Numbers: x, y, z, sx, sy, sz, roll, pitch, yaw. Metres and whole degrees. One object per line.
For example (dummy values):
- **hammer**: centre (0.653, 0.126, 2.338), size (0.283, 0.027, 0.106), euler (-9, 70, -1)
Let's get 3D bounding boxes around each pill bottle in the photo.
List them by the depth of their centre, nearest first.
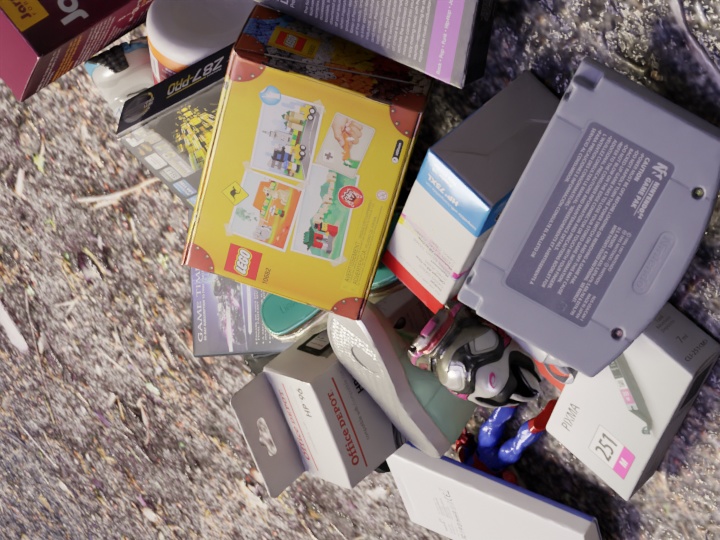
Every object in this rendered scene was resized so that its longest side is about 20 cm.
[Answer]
- **pill bottle**: centre (-0.116, -0.143, 1.802), size (0.113, 0.113, 0.201), euler (33, 147, 29)

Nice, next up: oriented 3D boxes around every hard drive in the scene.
- **hard drive**: centre (0.123, 0.221, 1.889), size (0.199, 0.025, 0.132), euler (21, 153, 27)

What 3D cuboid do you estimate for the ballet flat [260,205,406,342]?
- **ballet flat**: centre (0.000, 0.000, 1.758), size (0.199, 0.062, 0.068), euler (-27, 74, 35)

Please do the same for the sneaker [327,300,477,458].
- **sneaker**: centre (0.050, 0.055, 1.766), size (0.074, 0.118, 0.201), euler (27, 161, 40)

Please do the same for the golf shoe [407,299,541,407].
- **golf shoe**: centre (0.101, 0.078, 1.672), size (0.092, 0.073, 0.200), euler (40, -171, 14)

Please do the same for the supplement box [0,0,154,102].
- **supplement box**: centre (-0.232, -0.244, 1.764), size (0.111, 0.200, 0.086), euler (50, 150, 3)

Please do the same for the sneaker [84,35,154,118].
- **sneaker**: centre (-0.183, -0.145, 1.863), size (0.200, 0.074, 0.087), euler (47, -156, -79)

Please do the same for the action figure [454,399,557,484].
- **action figure**: centre (0.117, 0.157, 1.872), size (0.065, 0.052, 0.200), euler (40, 151, 10)

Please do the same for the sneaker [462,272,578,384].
- **sneaker**: centre (0.166, -0.006, 1.555), size (0.115, 0.075, 0.200), euler (48, 128, 10)

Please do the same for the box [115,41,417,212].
- **box**: centre (-0.074, -0.093, 1.733), size (0.160, 0.049, 0.200), euler (-22, 130, 31)

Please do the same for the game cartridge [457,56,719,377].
- **game cartridge**: centre (0.168, -0.032, 1.485), size (0.133, 0.041, 0.201), euler (31, 113, 8)

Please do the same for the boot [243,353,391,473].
- **boot**: centre (-0.040, 0.096, 1.998), size (0.162, 0.073, 0.199), euler (-8, 108, 55)

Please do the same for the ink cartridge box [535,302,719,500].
- **ink cartridge box**: centre (0.182, 0.068, 1.685), size (0.173, 0.044, 0.200), euler (41, 149, 17)

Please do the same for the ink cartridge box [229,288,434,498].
- **ink cartridge box**: centre (-0.006, 0.103, 1.825), size (0.068, 0.200, 0.117), euler (14, 134, 48)

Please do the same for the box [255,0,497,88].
- **box**: centre (0.012, -0.233, 1.537), size (0.199, 0.036, 0.144), euler (25, 122, 26)

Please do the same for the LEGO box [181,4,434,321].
- **LEGO box**: centre (-0.040, -0.079, 1.626), size (0.148, 0.077, 0.201), euler (18, 124, 1)

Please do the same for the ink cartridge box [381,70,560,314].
- **ink cartridge box**: centre (0.087, -0.046, 1.618), size (0.067, 0.116, 0.200), euler (43, 149, 12)

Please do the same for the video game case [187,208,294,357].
- **video game case**: centre (-0.099, 0.005, 1.957), size (0.199, 0.019, 0.144), euler (-6, 85, 55)
